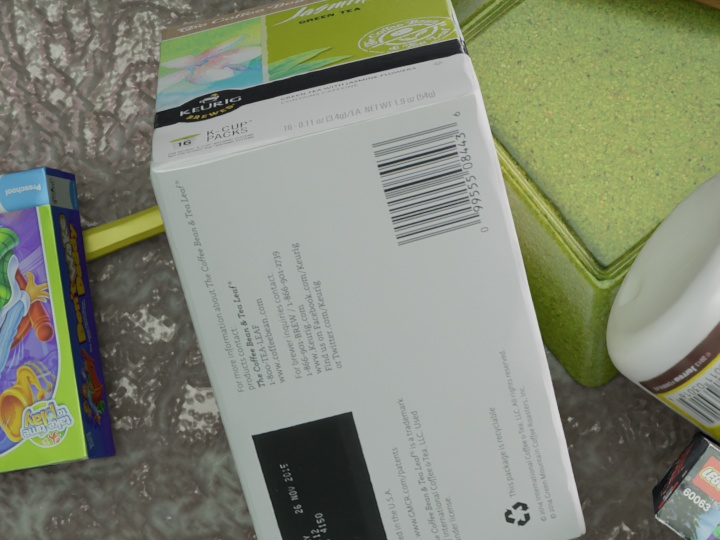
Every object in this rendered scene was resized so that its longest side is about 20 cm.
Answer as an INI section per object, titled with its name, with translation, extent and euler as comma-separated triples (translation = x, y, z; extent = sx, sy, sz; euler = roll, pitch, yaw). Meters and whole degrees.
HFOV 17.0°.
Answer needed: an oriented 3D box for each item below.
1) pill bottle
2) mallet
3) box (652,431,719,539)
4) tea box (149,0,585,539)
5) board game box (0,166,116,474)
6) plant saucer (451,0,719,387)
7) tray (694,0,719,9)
[pill bottle]
translation = 0.214, 0.050, 1.055
extent = 0.200, 0.109, 0.109
euler = 35, 86, -13
[mallet]
translation = -0.127, -0.002, 1.137
extent = 0.200, 0.041, 0.066
euler = -27, 85, 5
[box]
translation = 0.189, 0.125, 1.016
extent = 0.137, 0.200, 0.038
euler = 38, 92, 6
[tea box]
translation = 0.000, 0.000, 1.013
extent = 0.134, 0.197, 0.200
euler = -14, 113, 1
[board game box]
translation = -0.223, 0.036, 1.115
extent = 0.200, 0.045, 0.135
euler = -10, 86, 10
[plant saucer]
translation = 0.122, -0.082, 1.121
extent = 0.200, 0.048, 0.200
euler = -39, 83, -1
[tray]
translation = 0.117, -0.186, 1.074
extent = 0.200, 0.037, 0.099
euler = 18, 87, -5
